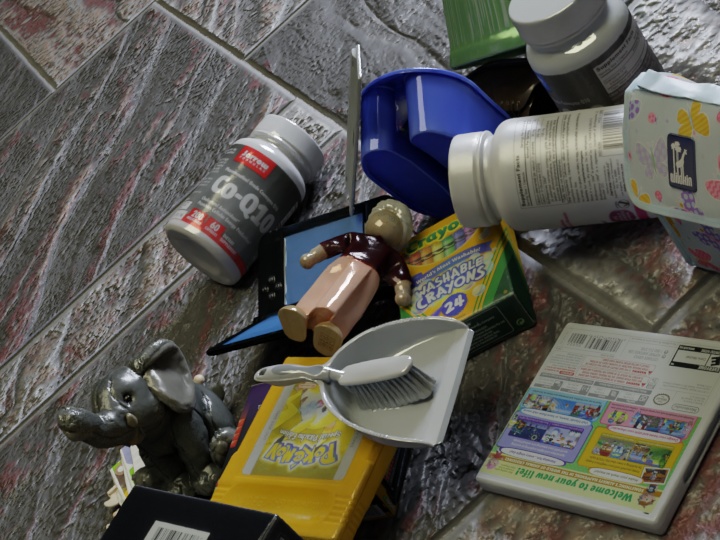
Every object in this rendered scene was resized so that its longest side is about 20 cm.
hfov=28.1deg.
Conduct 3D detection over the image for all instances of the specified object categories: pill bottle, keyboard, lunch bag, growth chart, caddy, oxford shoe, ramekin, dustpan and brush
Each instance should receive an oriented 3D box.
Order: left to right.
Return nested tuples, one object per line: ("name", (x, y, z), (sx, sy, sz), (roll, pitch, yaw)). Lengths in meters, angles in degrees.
("growth chart", (-0.227, 0.212, 1.604), (0.144, 0.018, 0.200), (-34, 33, 11))
("pill bottle", (-0.140, -0.091, 1.791), (0.114, 0.114, 0.200), (12, 59, 51))
("dustpan and brush", (-0.007, 0.100, 1.321), (0.199, 0.057, 0.140), (-11, 43, 34))
("keyboard", (-0.006, -0.147, 1.543), (0.011, 0.201, 0.056), (-4, 48, -7))
("caddy", (0.084, -0.145, 1.564), (0.141, 0.200, 0.105), (-18, 55, 32))
("oxford shoe", (0.174, -0.195, 1.636), (0.199, 0.073, 0.085), (-19, 40, 30))
("ramekin", (0.187, -0.300, 1.633), (0.199, 0.098, 0.200), (-15, 4, 1))
("pill bottle", (0.194, -0.099, 1.419), (0.199, 0.114, 0.114), (-5, 44, 21))
("pill bottle", (0.239, -0.210, 1.467), (0.113, 0.200, 0.114), (-27, 34, 20))
("lunch bag", (0.320, -0.079, 1.228), (0.127, 0.200, 0.169), (-47, 34, -12))

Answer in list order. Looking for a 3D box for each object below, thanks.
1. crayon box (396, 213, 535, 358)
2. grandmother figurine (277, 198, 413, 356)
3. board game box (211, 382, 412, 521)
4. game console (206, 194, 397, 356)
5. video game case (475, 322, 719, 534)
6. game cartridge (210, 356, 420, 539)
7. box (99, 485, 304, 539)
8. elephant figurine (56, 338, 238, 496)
("crayon box", (0.102, 0.004, 1.489), (0.125, 0.052, 0.200), (-29, 34, 17))
("grandmother figurine", (0.000, 0.000, 1.470), (0.200, 0.121, 0.061), (-56, -5, -39))
("board game box", (-0.042, 0.175, 1.426), (0.199, 0.057, 0.166), (-16, 41, 33))
("game console", (-0.063, 0.005, 1.584), (0.199, 0.116, 0.177), (-15, 66, 33))
("video game case", (0.217, 0.130, 1.247), (0.199, 0.022, 0.182), (6, 54, 48))
("game cartridge", (-0.044, 0.167, 1.355), (0.176, 0.032, 0.200), (-3, 45, 39))
("box", (-0.103, 0.291, 1.213), (0.196, 0.200, 0.118), (2, 52, 46))
("elephant figurine", (-0.220, 0.141, 1.480), (0.142, 0.200, 0.155), (-49, 31, -9))
